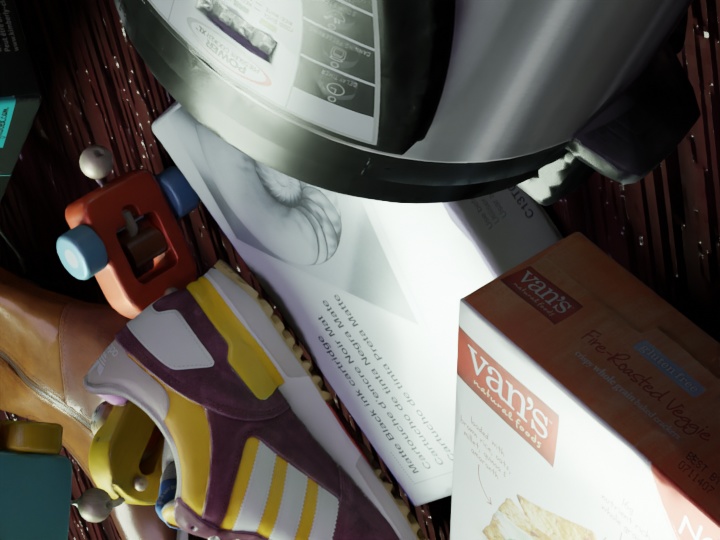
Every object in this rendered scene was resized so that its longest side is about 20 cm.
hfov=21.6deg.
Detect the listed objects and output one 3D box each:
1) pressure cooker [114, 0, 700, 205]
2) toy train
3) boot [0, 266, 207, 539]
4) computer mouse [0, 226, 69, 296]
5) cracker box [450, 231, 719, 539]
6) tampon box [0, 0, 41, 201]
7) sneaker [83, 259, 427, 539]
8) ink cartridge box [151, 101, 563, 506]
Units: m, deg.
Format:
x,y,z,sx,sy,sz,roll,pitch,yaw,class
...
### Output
x,y,z,sx,sy,sz,roll,pitch,yaw,class
0.021,-0.116,0.515,0.200,0.177,0.177,119,148,-55,pressure cooker
-0.137,0.046,0.830,0.055,0.200,0.151,-7,117,53,toy train
-0.161,0.080,0.959,0.199,0.069,0.189,18,135,17,boot
-0.188,-0.002,0.996,0.058,0.034,0.201,-1,119,52,computer mouse
0.092,0.105,0.645,0.134,0.057,0.201,42,147,36,cracker box
-0.263,-0.083,0.832,0.150,0.199,0.127,-50,53,55,tampon box
-0.038,0.097,0.819,0.201,0.090,0.075,57,176,-13,sneaker
0.000,0.000,0.763,0.200,0.041,0.200,55,147,-4,ink cartridge box
